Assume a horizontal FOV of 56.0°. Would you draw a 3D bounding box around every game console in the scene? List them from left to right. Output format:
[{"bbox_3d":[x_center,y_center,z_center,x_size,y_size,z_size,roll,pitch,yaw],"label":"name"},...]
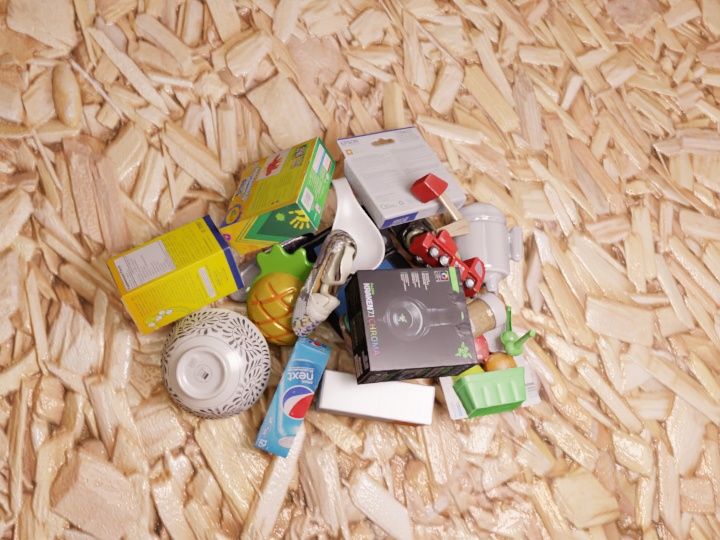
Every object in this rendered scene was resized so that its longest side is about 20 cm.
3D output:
[{"bbox_3d":[0.000,0.000,1.271,0.200,0.118,0.171,-32,121,-16],"label":"game console"}]

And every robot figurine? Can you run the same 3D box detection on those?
[{"bbox_3d":[0.232,-0.048,1.328,0.169,0.113,0.200,-2,75,10],"label":"robot figurine"}]

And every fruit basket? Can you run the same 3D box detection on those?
[{"bbox_3d":[0.225,0.177,1.289,0.185,0.094,0.200,-7,55,-18],"label":"fruit basket"}]

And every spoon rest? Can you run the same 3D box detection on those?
[{"bbox_3d":[-0.020,-0.086,1.235,0.099,0.061,0.200,-14,70,-10],"label":"spoon rest"}]

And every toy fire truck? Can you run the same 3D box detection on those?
[{"bbox_3d":[0.157,-0.063,1.225,0.200,0.049,0.141,39,62,-17],"label":"toy fire truck"}]

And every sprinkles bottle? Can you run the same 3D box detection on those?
[{"bbox_3d":[0.171,0.110,1.240,0.200,0.068,0.068,-25,80,-20],"label":"sprinkles bottle"}]

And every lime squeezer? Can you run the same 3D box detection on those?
[{"bbox_3d":[0.283,0.118,1.261,0.038,0.200,0.071,1,99,1],"label":"lime squeezer"}]

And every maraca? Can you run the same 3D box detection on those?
[{"bbox_3d":[-0.138,0.048,1.223,0.137,0.107,0.200,11,113,5],"label":"maraca"}]

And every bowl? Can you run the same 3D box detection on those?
[{"bbox_3d":[-0.261,0.168,1.167,0.200,0.094,0.201,0,92,2],"label":"bowl"}]

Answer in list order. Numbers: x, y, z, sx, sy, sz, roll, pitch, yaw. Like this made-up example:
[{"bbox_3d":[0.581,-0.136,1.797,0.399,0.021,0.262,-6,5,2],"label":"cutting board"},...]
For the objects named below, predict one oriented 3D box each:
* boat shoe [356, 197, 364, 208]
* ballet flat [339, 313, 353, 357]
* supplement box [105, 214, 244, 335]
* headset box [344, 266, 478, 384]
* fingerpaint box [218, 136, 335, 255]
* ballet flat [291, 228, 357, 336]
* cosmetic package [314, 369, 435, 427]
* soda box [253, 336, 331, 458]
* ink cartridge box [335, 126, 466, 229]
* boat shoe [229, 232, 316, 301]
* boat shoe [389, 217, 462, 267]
[{"bbox_3d":[0.058,-0.167,1.360,0.200,0.071,0.069,-24,77,-24],"label":"boat shoe"},{"bbox_3d":[0.018,0.141,1.228,0.200,0.067,0.068,34,40,-34],"label":"ballet flat"},{"bbox_3d":[-0.328,0.007,1.208,0.200,0.110,0.109,-26,49,-15],"label":"supplement box"},{"bbox_3d":[0.088,0.091,1.138,0.200,0.093,0.174,-1,69,-16],"label":"headset box"},{"bbox_3d":[-0.146,-0.136,1.232,0.167,0.073,0.200,-17,38,24],"label":"fingerpaint box"},{"bbox_3d":[-0.059,0.026,1.162,0.072,0.072,0.200,22,90,-2],"label":"ballet flat"},{"bbox_3d":[0.024,0.232,1.223,0.200,0.101,0.071,10,74,-5],"label":"cosmetic package"},{"bbox_3d":[-0.117,0.219,1.186,0.064,0.068,0.200,22,95,-2],"label":"soda box"},{"bbox_3d":[0.073,-0.183,1.301,0.199,0.041,0.200,-15,62,-29],"label":"ink cartridge box"},{"bbox_3d":[-0.163,-0.011,1.279,0.200,0.069,0.072,-28,81,-15],"label":"boat shoe"},{"bbox_3d":[0.112,-0.064,1.304,0.201,0.066,0.072,47,109,28],"label":"boat shoe"}]
